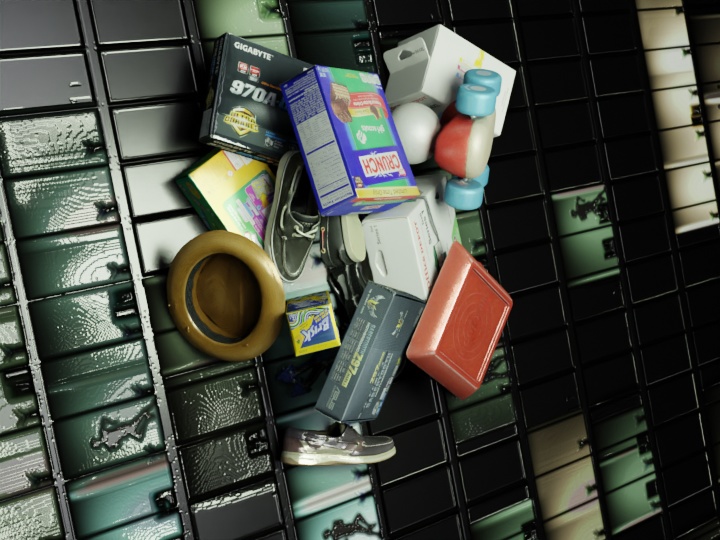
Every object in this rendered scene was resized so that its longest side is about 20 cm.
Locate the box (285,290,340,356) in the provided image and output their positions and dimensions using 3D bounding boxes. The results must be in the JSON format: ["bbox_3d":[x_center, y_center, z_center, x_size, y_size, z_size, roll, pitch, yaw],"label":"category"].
[{"bbox_3d":[-0.071,0.075,1.473,0.069,0.200,0.065,-13,94,-2],"label":"box"}]

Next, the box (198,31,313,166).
[{"bbox_3d":[-0.135,-0.243,1.481,0.199,0.046,0.161,15,79,-34],"label":"box"}]

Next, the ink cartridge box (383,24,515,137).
[{"bbox_3d":[0.138,-0.313,1.683,0.199,0.128,0.126,23,74,-28],"label":"ink cartridge box"}]

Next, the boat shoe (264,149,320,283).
[{"bbox_3d":[-0.095,-0.074,1.463,0.070,0.064,0.202,-4,106,-33],"label":"boat shoe"}]

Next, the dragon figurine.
[{"bbox_3d":[-0.033,0.131,1.533,0.059,0.199,0.100,59,21,-13],"label":"dragon figurine"}]

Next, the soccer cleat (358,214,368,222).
[{"bbox_3d":[0.004,-0.146,1.629,0.072,0.068,0.202,4,85,-13],"label":"soccer cleat"}]

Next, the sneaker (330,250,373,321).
[{"bbox_3d":[0.000,0.000,1.606,0.080,0.073,0.202,-12,83,-51],"label":"sneaker"}]

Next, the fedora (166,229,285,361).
[{"bbox_3d":[-0.187,0.030,1.450,0.202,0.199,0.082,64,23,-12],"label":"fedora"}]

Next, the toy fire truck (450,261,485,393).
[{"bbox_3d":[0.173,0.095,1.701,0.168,0.111,0.201,49,61,-47],"label":"toy fire truck"}]

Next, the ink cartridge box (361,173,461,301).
[{"bbox_3d":[0.087,-0.051,1.594,0.200,0.084,0.147,-49,129,-57],"label":"ink cartridge box"}]

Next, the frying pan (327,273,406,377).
[{"bbox_3d":[-0.006,0.106,1.615,0.189,0.031,0.115,36,62,-13],"label":"frying pan"}]

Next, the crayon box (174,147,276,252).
[{"bbox_3d":[-0.173,-0.093,1.507,0.119,0.058,0.201,-42,108,-27],"label":"crayon box"}]

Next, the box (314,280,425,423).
[{"bbox_3d":[0.017,0.121,1.450,0.201,0.051,0.158,-67,158,1],"label":"box"}]

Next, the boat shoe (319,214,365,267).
[{"bbox_3d":[-0.035,-0.103,1.500,0.074,0.063,0.203,30,51,-57],"label":"boat shoe"}]

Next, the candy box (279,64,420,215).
[{"bbox_3d":[-0.014,-0.187,1.444,0.169,0.077,0.202,-9,80,-56],"label":"candy box"}]

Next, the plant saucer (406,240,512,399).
[{"bbox_3d":[0.169,0.085,1.572,0.200,0.037,0.201,40,69,-47],"label":"plant saucer"}]

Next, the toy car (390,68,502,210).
[{"bbox_3d":[0.109,-0.218,1.559,0.177,0.198,0.186,-64,161,-61],"label":"toy car"}]

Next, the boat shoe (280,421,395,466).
[{"bbox_3d":[-0.032,0.270,1.565,0.198,0.072,0.065,1,91,-27],"label":"boat shoe"}]
